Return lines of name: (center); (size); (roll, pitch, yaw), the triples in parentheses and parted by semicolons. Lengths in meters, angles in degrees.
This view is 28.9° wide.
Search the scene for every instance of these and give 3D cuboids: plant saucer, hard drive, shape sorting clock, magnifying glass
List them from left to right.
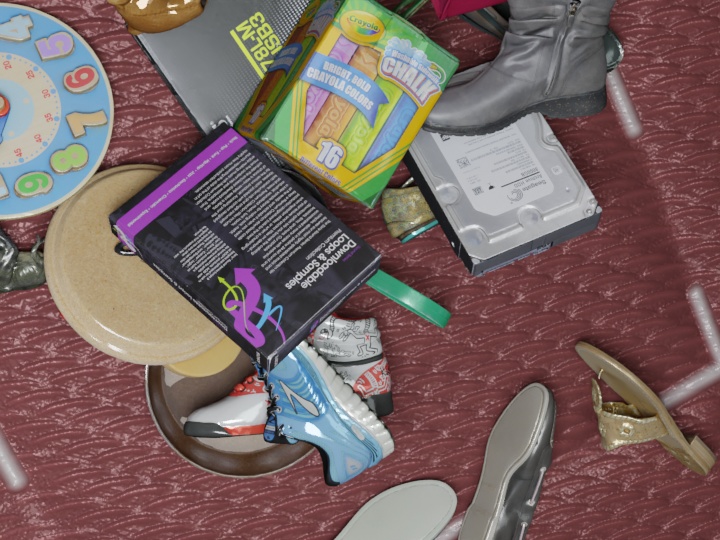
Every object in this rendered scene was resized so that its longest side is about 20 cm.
shape sorting clock: (-0.320, -0.143, 1.241); (0.199, 0.039, 0.201); (2, 80, -9)
plant saucer: (-0.111, 0.100, 1.355); (0.200, 0.034, 0.201); (-2, 98, -15)
magnifying glass: (0.000, 0.000, 1.360); (0.200, 0.080, 0.022); (32, 87, -7)
hard drive: (0.122, -0.102, 1.335); (0.139, 0.038, 0.200); (-21, 64, -12)

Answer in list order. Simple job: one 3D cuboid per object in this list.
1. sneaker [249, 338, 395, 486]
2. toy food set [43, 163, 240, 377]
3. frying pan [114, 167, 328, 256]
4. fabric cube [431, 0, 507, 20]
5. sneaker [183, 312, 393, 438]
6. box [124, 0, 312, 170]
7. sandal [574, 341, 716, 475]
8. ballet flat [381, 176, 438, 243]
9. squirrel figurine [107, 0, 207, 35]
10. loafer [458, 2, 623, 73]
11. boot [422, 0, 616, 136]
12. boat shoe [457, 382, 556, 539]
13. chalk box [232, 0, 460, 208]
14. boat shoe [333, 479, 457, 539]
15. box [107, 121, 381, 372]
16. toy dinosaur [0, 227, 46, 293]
sneaker: (-0.062, 0.112, 1.247); (0.090, 0.078, 0.200); (-43, 93, -6)
toy food set: (-0.190, -0.007, 1.279); (0.199, 0.049, 0.199); (12, 67, -18)
frying pan: (-0.114, -0.020, 1.270); (0.190, 0.031, 0.115); (-33, 80, -18)
fabric cube: (0.145, -0.376, 1.257); (0.199, 0.196, 0.201); (-17, 76, -13)
sneaker: (-0.072, 0.096, 1.318); (0.201, 0.067, 0.108); (-7, 87, -9)
box: (-0.087, -0.205, 1.317); (0.193, 0.048, 0.200); (-36, 105, -10)
sandal: (0.284, 0.165, 1.453); (0.212, 0.078, 0.070); (41, 79, -21)
ballet flat: (0.110, -0.093, 1.381); (0.200, 0.071, 0.071); (-24, 103, -12)
squirrel figurine: (-0.202, -0.304, 1.224); (0.199, 0.142, 0.187); (10, 86, 0)
loafer: (0.178, -0.242, 1.378); (0.199, 0.063, 0.072); (21, 91, -17)
boot: (0.138, -0.203, 1.288); (0.199, 0.070, 0.132); (-13, 125, -13)
boat shoe: (0.160, 0.212, 1.435); (0.057, 0.067, 0.201); (18, 96, -33)
chalk box: (-0.004, -0.176, 1.257); (0.124, 0.125, 0.200); (31, 88, -19)
boat shoe: (0.015, 0.286, 1.411); (0.200, 0.073, 0.062); (-36, 148, -16)
box: (-0.101, -0.023, 1.228); (0.200, 0.036, 0.143); (40, 66, 18)
toy dinosaur: (-0.339, -0.012, 1.272); (0.199, 0.047, 0.088); (-17, 108, -10)
